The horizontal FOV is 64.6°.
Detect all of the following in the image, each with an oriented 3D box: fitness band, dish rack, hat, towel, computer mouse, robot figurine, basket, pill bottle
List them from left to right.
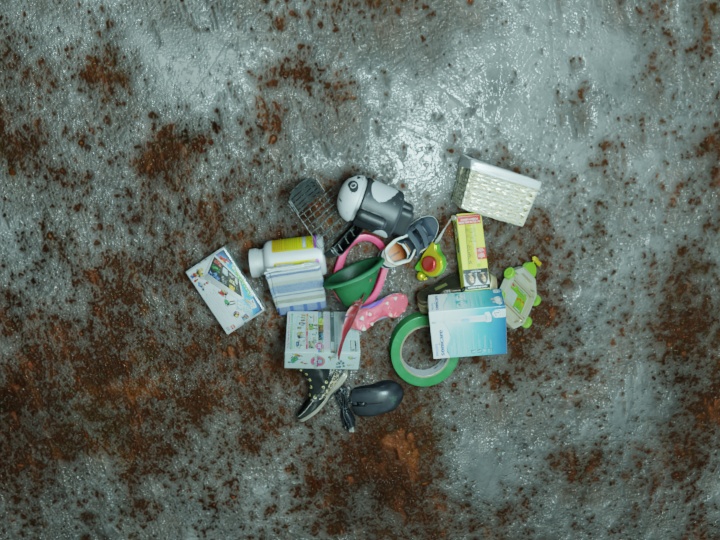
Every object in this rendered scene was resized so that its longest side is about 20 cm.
[{"bbox_3d":[-0.189,-0.030,1.486,0.193,0.104,0.108,-6,103,-3],"label":"pill bottle"},{"bbox_3d":[-0.164,0.049,1.487,0.142,0.024,0.202,-8,144,-2],"label":"towel"},{"bbox_3d":[-0.092,-0.142,1.453,0.054,0.154,0.202,-26,105,37],"label":"dish rack"},{"bbox_3d":[0.000,0.000,1.545,0.140,0.037,0.205,19,99,-6],"label":"fitness band"},{"bbox_3d":[0.001,0.086,1.461,0.195,0.166,0.180,-22,103,3],"label":"hat"},{"bbox_3d":[0.031,0.376,1.616,0.194,0.053,0.143,-15,102,-1],"label":"computer mouse"},{"bbox_3d":[0.037,-0.162,1.439,0.195,0.150,0.128,21,81,-8],"label":"robot figurine"},{"bbox_3d":[0.344,-0.206,1.479,0.194,0.136,0.127,16,105,-8],"label":"basket"}]

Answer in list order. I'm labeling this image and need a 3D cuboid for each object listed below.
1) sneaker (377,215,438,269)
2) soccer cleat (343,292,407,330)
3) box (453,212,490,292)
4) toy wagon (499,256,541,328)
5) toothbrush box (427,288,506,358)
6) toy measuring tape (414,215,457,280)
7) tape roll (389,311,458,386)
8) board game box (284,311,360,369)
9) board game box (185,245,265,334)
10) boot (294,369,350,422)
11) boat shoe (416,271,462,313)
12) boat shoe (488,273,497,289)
[{"bbox_3d":[0.135,-0.073,1.499,0.199,0.079,0.079,-39,95,-11],"label":"sneaker"},{"bbox_3d":[0.045,0.105,1.534,0.197,0.075,0.069,-24,115,-36],"label":"soccer cleat"},{"bbox_3d":[0.295,-0.047,1.515,0.073,0.050,0.207,-4,80,-4],"label":"box"},{"bbox_3d":[0.438,0.055,1.564,0.154,0.039,0.204,38,72,-33],"label":"toy wagon"},{"bbox_3d":[0.277,0.140,1.486,0.194,0.086,0.150,-7,118,8],"label":"toothbrush box"},{"bbox_3d":[0.216,-0.048,1.520,0.072,0.074,0.202,30,112,-10],"label":"toy measuring tape"},{"bbox_3d":[0.179,0.220,1.598,0.194,0.048,0.207,-1,102,-5],"label":"tape roll"},{"bbox_3d":[-0.101,0.183,1.514,0.193,0.150,0.066,2,131,-6],"label":"board game box"},{"bbox_3d":[-0.359,0.052,1.525,0.124,0.035,0.203,-30,103,3],"label":"board game box"},{"bbox_3d":[-0.140,0.302,1.576,0.200,0.073,0.151,-45,103,2],"label":"boot"},{"bbox_3d":[0.246,0.063,1.568,0.195,0.073,0.077,-18,135,-6],"label":"boat shoe"},{"bbox_3d":[0.363,0.106,1.582,0.062,0.071,0.206,-3,109,-12],"label":"boat shoe"}]
